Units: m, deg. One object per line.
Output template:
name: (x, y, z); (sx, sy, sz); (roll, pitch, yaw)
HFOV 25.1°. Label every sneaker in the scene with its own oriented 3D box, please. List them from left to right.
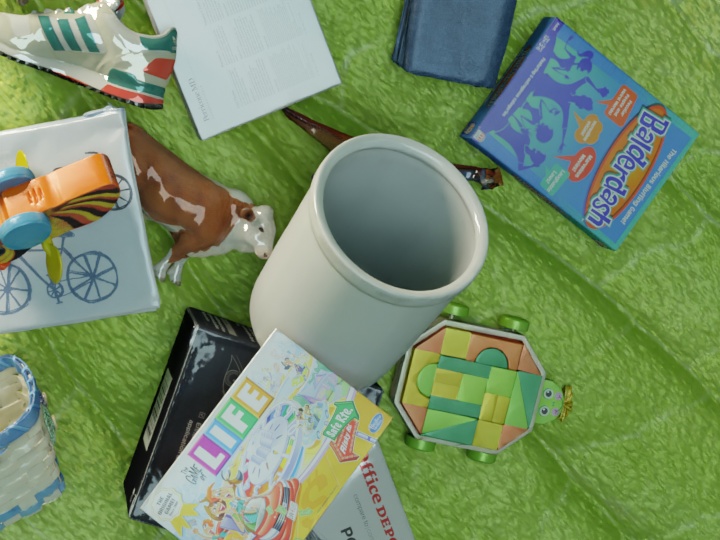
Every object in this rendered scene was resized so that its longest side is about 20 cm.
sneaker: (-0.265, -0.224, 1.522); (0.199, 0.070, 0.094); (21, 93, 0)

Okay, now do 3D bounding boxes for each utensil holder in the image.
utensil holder: (0.000, 0.000, 1.490); (0.169, 0.200, 0.171); (13, 55, -19)

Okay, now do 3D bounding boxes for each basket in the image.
basket: (-0.368, 0.131, 1.511); (0.139, 0.176, 0.200); (-35, 122, -5)

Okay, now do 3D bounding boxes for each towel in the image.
towel: (0.104, -0.286, 1.612); (0.111, 0.049, 0.201); (11, 95, -13)

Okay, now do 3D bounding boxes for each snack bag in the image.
snack bag: (-0.294, -0.046, 1.542); (0.187, 0.021, 0.201); (-9, 95, 12)

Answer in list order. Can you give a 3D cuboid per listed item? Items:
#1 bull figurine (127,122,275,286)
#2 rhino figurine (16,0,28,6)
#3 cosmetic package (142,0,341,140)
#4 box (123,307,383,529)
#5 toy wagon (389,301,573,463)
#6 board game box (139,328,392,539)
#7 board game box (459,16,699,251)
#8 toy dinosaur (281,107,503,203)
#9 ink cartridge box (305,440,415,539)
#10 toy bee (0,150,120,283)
bull figurine: (-0.180, -0.056, 1.575); (0.200, 0.065, 0.122); (37, 96, -9)
rhino figurine: (-0.306, -0.351, 1.507); (0.087, 0.060, 0.201); (24, 92, 12)
cosmetic package: (-0.124, -0.247, 1.568); (0.150, 0.052, 0.201); (-23, 102, -9)
box: (-0.108, 0.166, 1.594); (0.199, 0.117, 0.198); (20, 94, -13)
toy wagon: (0.133, 0.121, 1.679); (0.199, 0.040, 0.156); (13, 95, -13)
board game box: (-0.083, 0.172, 1.444); (0.134, 0.034, 0.200); (36, 80, 1)
board game box: (0.225, -0.139, 1.659); (0.200, 0.045, 0.152); (35, 89, -15)
toy dinosaur: (0.048, -0.105, 1.610); (0.181, 0.105, 0.201); (-22, 90, -28)
ink cartridge box: (-0.060, 0.236, 1.513); (0.199, 0.083, 0.147); (-22, 101, -7)
toy bee: (-0.320, -0.049, 1.497); (0.199, 0.109, 0.132); (1, 65, -2)
